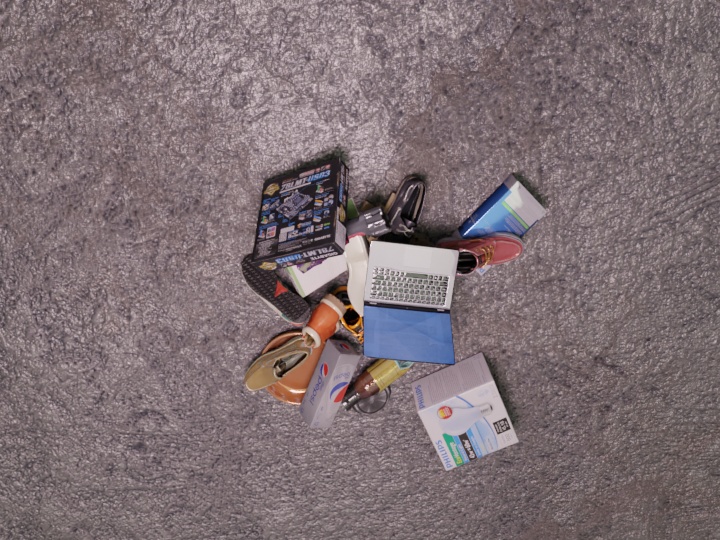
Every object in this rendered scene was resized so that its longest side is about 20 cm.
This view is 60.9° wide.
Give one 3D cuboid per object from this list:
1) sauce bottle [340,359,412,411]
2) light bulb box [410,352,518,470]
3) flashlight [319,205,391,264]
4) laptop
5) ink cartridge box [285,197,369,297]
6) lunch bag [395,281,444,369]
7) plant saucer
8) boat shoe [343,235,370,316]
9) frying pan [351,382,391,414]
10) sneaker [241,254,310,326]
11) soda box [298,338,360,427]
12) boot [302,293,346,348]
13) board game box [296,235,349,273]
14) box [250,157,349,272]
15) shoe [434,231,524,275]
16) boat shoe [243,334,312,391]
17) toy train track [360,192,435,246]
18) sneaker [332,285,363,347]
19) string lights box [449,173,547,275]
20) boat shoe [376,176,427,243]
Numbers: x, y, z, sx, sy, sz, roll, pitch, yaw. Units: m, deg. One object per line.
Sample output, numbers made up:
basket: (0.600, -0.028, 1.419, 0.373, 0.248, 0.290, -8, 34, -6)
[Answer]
sauce bottle: (0.036, 0.259, 1.466, 0.198, 0.066, 0.067, -35, 111, -3)
light bulb box: (0.253, 0.346, 1.502, 0.196, 0.125, 0.201, -24, 112, 8)
flashlight: (-0.032, -0.068, 1.272, 0.196, 0.068, 0.070, -19, 90, 15)
laptop: (0.102, 0.061, 1.203, 0.182, 0.116, 0.205, 6, 105, -6)
ink cartridge box: (-0.081, -0.055, 1.366, 0.198, 0.048, 0.148, -32, 114, -14)
lunch bag: (0.103, 0.094, 1.364, 0.119, 0.171, 0.205, 10, 110, -7)
plant saucer: (-0.148, 0.233, 1.491, 0.194, 0.038, 0.205, 0, 113, -1)
boat shoe: (0.003, 0.000, 1.352, 0.070, 0.060, 0.207, -6, 109, 15)
frying pan: (-0.005, 0.301, 1.510, 0.187, 0.031, 0.117, 20, 105, -25)
sneaker: (-0.198, 0.054, 1.393, 0.199, 0.094, 0.070, 42, 70, 6)
soda box: (-0.074, 0.266, 1.432, 0.062, 0.068, 0.204, 11, 109, -38)
boot: (-0.095, 0.128, 1.365, 0.074, 0.201, 0.108, 35, 70, 5)
board game box: (-0.102, -0.104, 1.268, 0.118, 0.203, 0.032, -29, 143, 10)
box: (-0.119, -0.110, 1.233, 0.196, 0.203, 0.050, -13, 146, 25)
shoe: (0.255, -0.030, 1.294, 0.194, 0.091, 0.073, -2, 114, 1)
boat shoe: (-0.197, 0.226, 1.425, 0.199, 0.077, 0.072, -39, 109, 15)
toy train track: (0.082, -0.094, 1.358, 0.197, 0.032, 0.116, 30, 89, -20)
sneaker: (-0.001, 0.132, 1.430, 0.078, 0.078, 0.201, -37, 111, 11)
string lights box: (0.298, -0.098, 1.348, 0.102, 0.059, 0.200, 40, 107, -17)
boat shoe: (0.089, -0.103, 1.308, 0.071, 0.063, 0.204, 20, 93, -21)
